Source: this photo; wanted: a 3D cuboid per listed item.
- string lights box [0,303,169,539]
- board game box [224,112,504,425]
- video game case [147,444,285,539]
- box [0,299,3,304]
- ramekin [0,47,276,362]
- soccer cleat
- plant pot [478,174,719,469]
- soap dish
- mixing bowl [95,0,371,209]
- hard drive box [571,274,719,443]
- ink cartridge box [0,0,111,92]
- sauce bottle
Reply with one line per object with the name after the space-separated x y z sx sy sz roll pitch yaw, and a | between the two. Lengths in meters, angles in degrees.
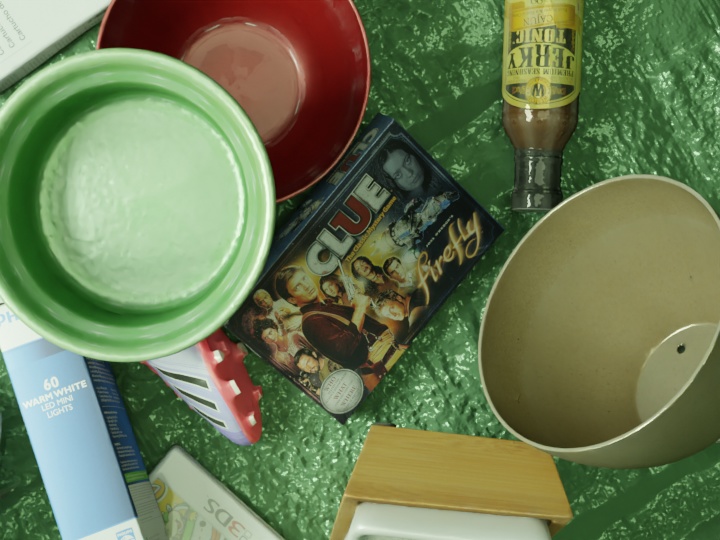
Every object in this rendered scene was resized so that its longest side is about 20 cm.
-0.206 0.118 0.987 0.058 0.103 0.202 -20 83 -2 | string lights box
0.000 0.000 1.023 0.135 0.035 0.200 41 87 -25 | board game box
-0.143 0.272 1.043 0.182 0.023 0.200 41 88 -2 | video game case
-0.273 -0.044 1.027 0.198 0.038 0.138 -9 91 -4 | box
-0.153 -0.045 0.900 0.197 0.098 0.203 0 95 -1 | ramekin
-0.143 0.057 1.011 0.076 0.067 0.201 -24 115 15 | soccer cleat
0.200 0.055 0.922 0.134 0.200 0.201 34 88 -37 | plant pot
0.059 0.176 0.977 0.155 0.200 0.082 6 68 -2 | soap dish
-0.093 -0.146 1.004 0.198 0.108 0.203 0 91 -3 | mixing bowl
0.261 0.050 1.042 0.198 0.077 0.158 12 89 -3 | hard drive box
-0.308 -0.241 1.024 0.199 0.041 0.200 -36 92 -3 | ink cartridge box
0.143 -0.147 1.041 0.064 0.065 0.203 1 90 -4 | sauce bottle
